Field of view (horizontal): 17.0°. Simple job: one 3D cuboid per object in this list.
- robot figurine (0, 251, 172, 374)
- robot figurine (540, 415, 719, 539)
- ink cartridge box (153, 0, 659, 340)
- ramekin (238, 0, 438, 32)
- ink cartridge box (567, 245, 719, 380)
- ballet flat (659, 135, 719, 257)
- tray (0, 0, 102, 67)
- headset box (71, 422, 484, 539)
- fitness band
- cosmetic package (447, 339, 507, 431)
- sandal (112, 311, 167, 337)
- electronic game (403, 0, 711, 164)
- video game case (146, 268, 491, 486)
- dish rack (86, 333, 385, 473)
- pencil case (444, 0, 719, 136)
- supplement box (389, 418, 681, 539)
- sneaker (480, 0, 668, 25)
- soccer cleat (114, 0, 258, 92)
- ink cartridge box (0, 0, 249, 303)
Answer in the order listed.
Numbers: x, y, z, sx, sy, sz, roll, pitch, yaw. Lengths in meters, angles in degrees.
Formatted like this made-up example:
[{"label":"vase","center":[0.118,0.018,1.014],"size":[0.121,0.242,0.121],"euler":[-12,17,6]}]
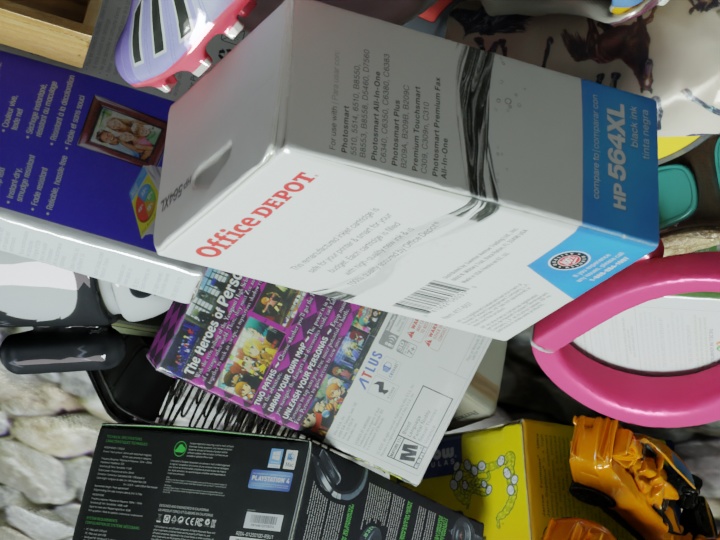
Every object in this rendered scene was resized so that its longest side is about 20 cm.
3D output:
[{"label":"robot figurine","center":[-0.190,-0.027,1.444],"size":[0.199,0.125,0.151],"euler":[-1,145,7]},{"label":"robot figurine","center":[0.183,0.180,1.542],"size":[0.058,0.146,0.200],"euler":[2,154,38]},{"label":"ink cartridge box","center":[0.021,-0.044,1.149],"size":[0.199,0.085,0.146],"euler":[15,155,-24]},{"label":"ramekin","center":[-0.028,-0.194,1.163],"size":[0.201,0.095,0.203],"euler":[8,148,5]},{"label":"ink cartridge box","center":[0.217,0.021,1.459],"size":[0.199,0.060,0.104],"euler":[3,148,13]},{"label":"ballet flat","center":[0.210,-0.046,1.367],"size":[0.199,0.071,0.065],"euler":[-10,170,35]},{"label":"tray","center":[-0.225,-0.180,1.245],"size":[0.199,0.099,0.037],"euler":[17,150,-9]},{"label":"headset box","center":[-0.045,0.169,1.483],"size":[0.173,0.093,0.200],"euler":[1,161,39]},{"label":"fitness band","center":[0.185,0.038,1.403],"size":[0.143,0.038,0.200],"euler":[26,147,-23]},{"label":"cosmetic package","center":[-0.009,0.031,1.537],"size":[0.200,0.071,0.105],"euler":[34,142,-32]},{"label":"sandal","center":[-0.162,0.007,1.551],"size":[0.200,0.080,0.057],"euler":[21,161,-15]},{"label":"electronic game","center":[0.106,-0.115,1.291],"size":[0.199,0.042,0.200],"euler":[8,146,5]},{"label":"video game case","center":[0.000,0.000,1.388],"size":[0.181,0.201,0.036],"euler":[25,-176,-22]},{"label":"dish rack","center":[-0.080,0.091,1.603],"size":[0.199,0.055,0.153],"euler":[25,-171,-20]},{"label":"pencil case","center":[0.134,-0.099,1.212],"size":[0.199,0.078,0.090],"euler":[-2,118,11]},{"label":"supplement box","center":[0.121,0.167,1.610],"size":[0.108,0.110,0.200],"euler":[-13,165,35]},{"label":"sneaker","center":[0.151,-0.156,1.145],"size":[0.199,0.090,0.075],"euler":[-11,120,21]},{"label":"soccer cleat","center":[-0.067,-0.151,1.105],"size":[0.076,0.067,0.200],"euler":[42,141,-12]},{"label":"ink cartridge box","center":[-0.160,-0.096,1.265],"size":[0.199,0.199,0.043],"euler":[18,145,-9]}]
